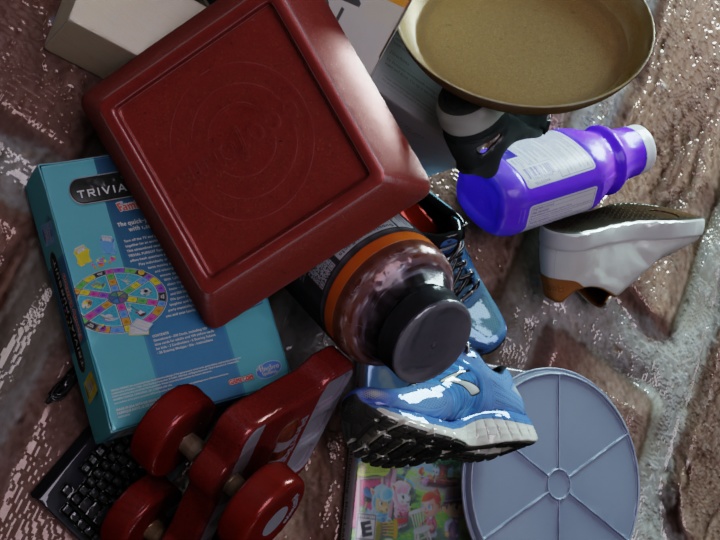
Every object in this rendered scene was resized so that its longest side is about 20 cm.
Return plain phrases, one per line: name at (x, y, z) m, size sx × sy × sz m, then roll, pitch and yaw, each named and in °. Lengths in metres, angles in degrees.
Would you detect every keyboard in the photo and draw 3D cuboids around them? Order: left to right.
keyboard at (-0.173, 0.101, 0.953) m, size 0.127 × 0.021 × 0.201 m, roll 46°, pitch 63°, yaw -16°

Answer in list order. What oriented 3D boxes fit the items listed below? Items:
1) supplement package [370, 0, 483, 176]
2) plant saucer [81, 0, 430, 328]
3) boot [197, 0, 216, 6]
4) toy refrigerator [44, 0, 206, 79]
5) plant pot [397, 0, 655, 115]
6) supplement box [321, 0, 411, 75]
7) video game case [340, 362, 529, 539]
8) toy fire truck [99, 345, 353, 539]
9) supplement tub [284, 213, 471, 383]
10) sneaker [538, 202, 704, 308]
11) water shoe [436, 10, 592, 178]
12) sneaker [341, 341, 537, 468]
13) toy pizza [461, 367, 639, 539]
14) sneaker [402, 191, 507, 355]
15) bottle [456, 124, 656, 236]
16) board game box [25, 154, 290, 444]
supplement package at (0.056, -0.197, 1.063) m, size 0.120 × 0.119 × 0.202 m, roll 31°, pitch 70°, yaw -23°
plant saucer at (-0.082, -0.091, 0.891) m, size 0.198 × 0.037 × 0.202 m, roll -31°, pitch 88°, yaw 12°
boot at (-0.090, -0.293, 0.978) m, size 0.072 × 0.150 × 0.203 m, roll -16°, pitch 91°, yaw -29°
toy refrigerator at (-0.136, -0.168, 0.979) m, size 0.198 × 0.076 × 0.071 m, roll 25°, pitch 72°, yaw -23°
plant pot at (0.123, -0.183, 0.956) m, size 0.196 × 0.028 × 0.202 m, roll 2°, pitch 50°, yaw -2°
supplement box at (-0.001, -0.256, 0.977) m, size 0.073 × 0.201 × 0.127 m, roll 22°, pitch 117°, yaw -17°
video game case at (0.078, 0.168, 1.082) m, size 0.197 × 0.022 × 0.185 m, roll 12°, pitch 77°, yaw -27°
toy fire truck at (-0.086, 0.159, 0.913) m, size 0.112 × 0.202 × 0.167 m, roll 36°, pitch 31°, yaw 21°
supplement tub at (0.000, 0.000, 0.954) m, size 0.106 × 0.200 × 0.108 m, roll -21°, pitch 134°, yaw -24°
sneaker at (0.243, -0.014, 1.184) m, size 0.197 × 0.073 × 0.086 m, roll -9°, pitch 111°, yaw -31°
water shoe at (0.129, -0.150, 1.007) m, size 0.200 × 0.071 × 0.080 m, roll -40°, pitch 134°, yaw -31°
sneaker at (0.056, 0.103, 0.988) m, size 0.198 × 0.078 × 0.091 m, roll 8°, pitch 61°, yaw -46°
toy pizza at (0.165, 0.187, 1.099) m, size 0.197 × 0.032 × 0.204 m, roll 5°, pitch 80°, yaw -30°
sneaker at (0.059, -0.007, 1.057) m, size 0.078 × 0.090 × 0.201 m, roll -46°, pitch 106°, yaw -25°
bottle at (0.184, -0.090, 1.143) m, size 0.198 × 0.084 × 0.066 m, roll -18°, pitch 133°, yaw -30°
board game box at (-0.151, 0.011, 0.943) m, size 0.149 × 0.047 × 0.203 m, roll -12°, pitch 78°, yaw -31°
